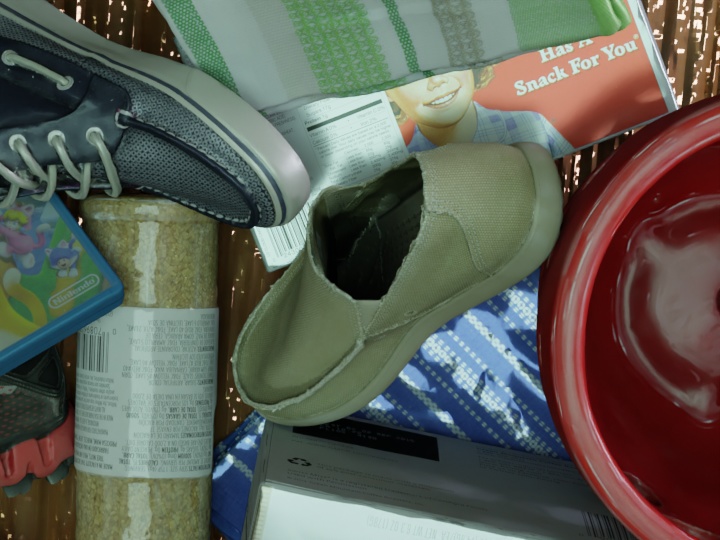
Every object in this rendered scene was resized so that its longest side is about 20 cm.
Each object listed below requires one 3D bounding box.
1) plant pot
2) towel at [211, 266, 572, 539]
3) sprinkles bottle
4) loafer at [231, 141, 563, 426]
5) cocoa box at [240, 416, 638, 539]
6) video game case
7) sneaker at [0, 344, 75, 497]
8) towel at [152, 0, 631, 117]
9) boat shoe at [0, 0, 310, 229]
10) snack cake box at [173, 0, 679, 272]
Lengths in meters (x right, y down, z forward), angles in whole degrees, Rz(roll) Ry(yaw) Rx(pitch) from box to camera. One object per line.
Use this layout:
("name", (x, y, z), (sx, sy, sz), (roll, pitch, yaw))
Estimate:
("plant pot", (0.167, 0.020, 0.913), (0.199, 0.183, 0.202), (0, 96, -4))
("towel", (0.033, 0.085, 1.019), (0.145, 0.024, 0.200), (44, 99, -5))
("sprinkles bottle", (-0.099, 0.066, 0.989), (0.068, 0.068, 0.201), (2, 92, 3))
("loafer", (0.000, 0.000, 0.902), (0.068, 0.076, 0.200), (18, 139, -33))
("cocoa box", (0.041, 0.155, 0.957), (0.199, 0.133, 0.132), (12, 101, -2))
("video game case", (-0.217, -0.029, 0.946), (0.143, 0.018, 0.200), (-31, 70, -20))
("sneaker", (-0.211, 0.066, 0.953), (0.071, 0.200, 0.098), (22, 120, 41))
("towel", (-0.010, -0.130, 0.839), (0.199, 0.031, 0.149), (-8, 129, 38))
("boat shoe", (-0.124, -0.051, 0.918), (0.199, 0.075, 0.093), (28, 59, 23))
("snack cake box", (0.030, -0.090, 0.967), (0.199, 0.067, 0.116), (-21, 97, 7))
